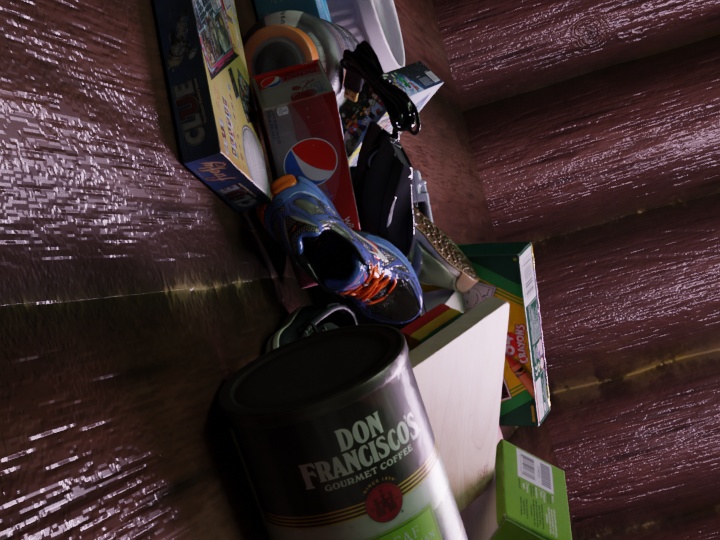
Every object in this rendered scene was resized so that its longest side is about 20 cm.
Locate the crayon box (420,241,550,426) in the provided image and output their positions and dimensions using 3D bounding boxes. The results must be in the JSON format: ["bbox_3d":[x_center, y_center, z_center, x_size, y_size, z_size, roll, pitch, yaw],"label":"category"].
[{"bbox_3d":[0.115,0.073,1.712,0.058,0.171,0.202,-37,122,-62],"label":"crayon box"}]

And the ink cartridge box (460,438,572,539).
[{"bbox_3d":[0.118,0.287,1.471,0.075,0.201,0.148,27,22,-7],"label":"ink cartridge box"}]

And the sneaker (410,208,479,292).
[{"bbox_3d":[0.030,-0.023,1.605,0.200,0.090,0.067,37,21,-32],"label":"sneaker"}]

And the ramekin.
[{"bbox_3d":[-0.025,-0.323,1.831,0.200,0.104,0.202,-15,90,-79],"label":"ramekin"}]

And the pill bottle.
[{"bbox_3d":[-0.058,-0.196,1.474,0.200,0.105,0.107,-23,97,-79],"label":"pill bottle"}]

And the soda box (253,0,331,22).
[{"bbox_3d":[-0.082,-0.315,1.626,0.064,0.067,0.202,1,74,-78],"label":"soda box"}]

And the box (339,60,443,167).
[{"bbox_3d":[0.008,-0.148,1.588,0.038,0.137,0.200,43,21,4],"label":"box"}]

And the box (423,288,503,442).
[{"bbox_3d":[0.072,0.135,1.638,0.128,0.108,0.201,-42,117,-69],"label":"box"}]

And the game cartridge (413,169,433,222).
[{"bbox_3d":[0.058,-0.017,1.848,0.133,0.041,0.202,170,-90,-77],"label":"game cartridge"}]

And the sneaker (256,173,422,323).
[{"bbox_3d":[-0.014,-0.002,1.357,0.200,0.075,0.079,35,17,-36],"label":"sneaker"}]

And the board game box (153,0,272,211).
[{"bbox_3d":[-0.127,-0.165,1.276,0.135,0.034,0.201,45,31,-69],"label":"board game box"}]

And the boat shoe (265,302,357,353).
[{"bbox_3d":[-0.039,0.077,1.315,0.200,0.062,0.075,-68,143,-70],"label":"boat shoe"}]

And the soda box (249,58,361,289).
[{"bbox_3d":[-0.045,-0.085,1.380,0.064,0.069,0.201,-114,-169,-52],"label":"soda box"}]

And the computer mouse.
[{"bbox_3d":[0.006,-0.110,1.407,0.201,0.046,0.141,91,-25,-48],"label":"computer mouse"}]

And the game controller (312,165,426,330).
[{"bbox_3d":[0.000,0.000,1.503,0.042,0.104,0.201,-67,140,-80],"label":"game controller"}]

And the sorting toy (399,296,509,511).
[{"bbox_3d":[0.044,0.140,1.344,0.198,0.069,0.201,-31,132,-46],"label":"sorting toy"}]

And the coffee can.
[{"bbox_3d":[-0.007,0.161,1.136,0.146,0.145,0.201,-74,147,-70],"label":"coffee can"}]
